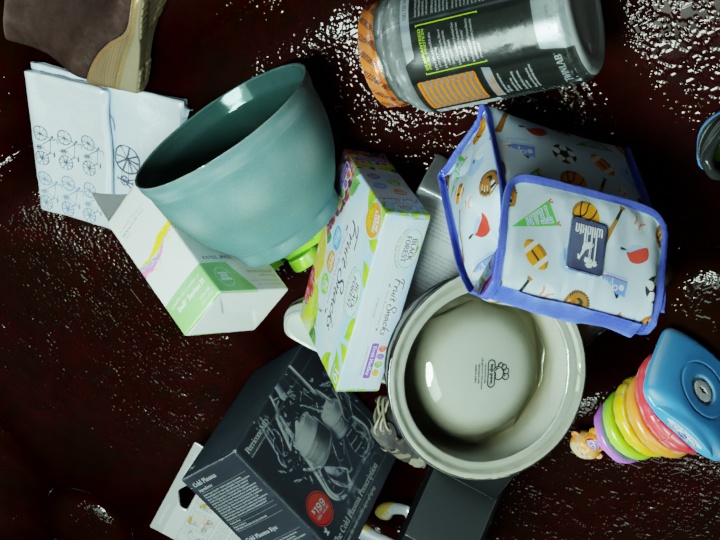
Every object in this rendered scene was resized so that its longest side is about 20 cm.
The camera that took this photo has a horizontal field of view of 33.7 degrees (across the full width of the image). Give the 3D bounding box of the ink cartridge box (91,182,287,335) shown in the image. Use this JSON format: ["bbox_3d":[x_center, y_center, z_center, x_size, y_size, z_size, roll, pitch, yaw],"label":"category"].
[{"bbox_3d":[-0.180,-0.030,1.242,0.067,0.117,0.200,-49,66,24],"label":"ink cartridge box"}]

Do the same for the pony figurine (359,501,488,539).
[{"bbox_3d":[0.082,0.373,1.453,0.198,0.166,0.195,4,117,40],"label":"pony figurine"}]

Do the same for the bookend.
[{"bbox_3d":[0.118,0.228,1.256,0.091,0.200,0.201,26,148,4],"label":"bookend"}]

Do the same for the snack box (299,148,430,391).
[{"bbox_3d":[0.000,0.000,1.198,0.052,0.143,0.202,3,119,-23],"label":"snack box"}]

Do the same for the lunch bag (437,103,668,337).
[{"bbox_3d":[0.172,-0.037,1.055,0.168,0.201,0.124,14,132,-16],"label":"lunch bag"}]

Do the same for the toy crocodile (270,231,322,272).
[{"bbox_3d":[-0.096,-0.023,1.307,0.199,0.062,0.068,-33,105,32],"label":"toy crocodile"}]

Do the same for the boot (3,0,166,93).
[{"bbox_3d":[-0.282,-0.280,1.196,0.165,0.073,0.201,25,132,4],"label":"boot"}]

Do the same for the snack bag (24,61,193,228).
[{"bbox_3d":[-0.280,-0.126,1.335,0.198,0.021,0.190,15,126,13],"label":"snack bag"}]

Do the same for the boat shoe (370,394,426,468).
[{"bbox_3d":[0.046,0.174,1.314,0.072,0.075,0.200,12,157,4],"label":"boat shoe"}]

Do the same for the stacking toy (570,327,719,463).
[{"bbox_3d":[0.286,0.159,1.245,0.116,0.110,0.200,41,140,-10],"label":"stacking toy"}]

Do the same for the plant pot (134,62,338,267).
[{"bbox_3d":[-0.103,-0.090,1.173,0.199,0.201,0.135,-18,118,32],"label":"plant pot"}]

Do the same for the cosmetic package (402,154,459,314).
[{"bbox_3d":[0.081,-0.007,1.227,0.101,0.071,0.201,26,128,3],"label":"cosmetic package"}]

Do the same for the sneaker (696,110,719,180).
[{"bbox_3d":[0.376,-0.130,1.008,0.199,0.083,0.071,-29,109,35],"label":"sneaker"}]

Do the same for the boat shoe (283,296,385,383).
[{"bbox_3d":[0.000,0.079,1.322,0.198,0.069,0.075,10,126,17],"label":"boat shoe"}]

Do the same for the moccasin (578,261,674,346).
[{"bbox_3d":[0.218,0.034,1.197,0.078,0.074,0.201,50,132,3],"label":"moccasin"}]

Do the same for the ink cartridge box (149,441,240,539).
[{"bbox_3d":[-0.167,0.315,1.571,0.175,0.045,0.201,31,128,0],"label":"ink cartridge box"}]

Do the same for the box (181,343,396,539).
[{"bbox_3d":[-0.073,0.220,1.366,0.182,0.201,0.104,47,129,-13],"label":"box"}]

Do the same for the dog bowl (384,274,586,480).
[{"bbox_3d":[0.112,0.094,1.143,0.198,0.074,0.203,-2,97,-14],"label":"dog bowl"}]

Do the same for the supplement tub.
[{"bbox_3d":[0.105,-0.209,1.046,0.198,0.123,0.124,-7,119,27],"label":"supplement tub"}]
